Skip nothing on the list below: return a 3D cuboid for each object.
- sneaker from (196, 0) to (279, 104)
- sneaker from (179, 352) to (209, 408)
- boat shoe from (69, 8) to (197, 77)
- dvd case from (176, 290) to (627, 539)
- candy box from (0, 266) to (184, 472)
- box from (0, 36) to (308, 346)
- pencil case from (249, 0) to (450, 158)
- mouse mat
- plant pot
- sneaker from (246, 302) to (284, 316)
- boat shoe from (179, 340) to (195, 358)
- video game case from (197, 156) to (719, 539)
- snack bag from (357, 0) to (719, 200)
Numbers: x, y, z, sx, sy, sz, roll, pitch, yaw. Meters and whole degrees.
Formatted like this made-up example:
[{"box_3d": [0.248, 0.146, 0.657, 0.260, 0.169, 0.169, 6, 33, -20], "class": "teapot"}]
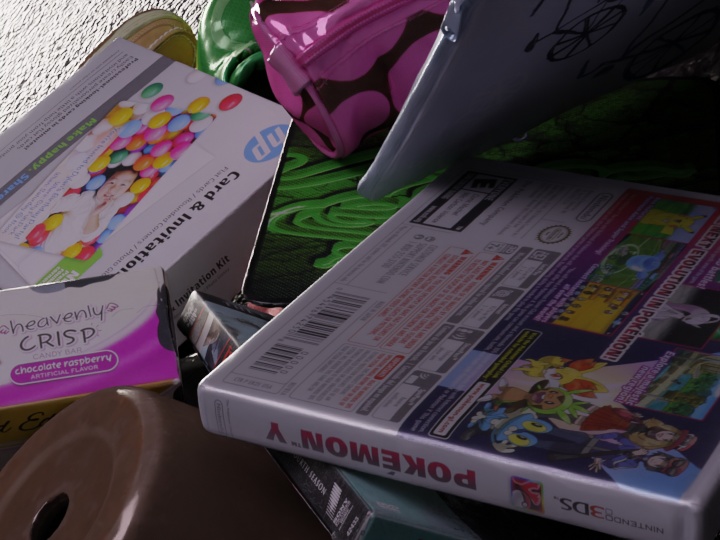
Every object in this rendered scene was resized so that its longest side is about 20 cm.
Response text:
[{"box_3d": [-0.044, -0.096, 1.003, 0.073, 0.084, 0.201, -7, 45, -13], "class": "sneaker"}, {"box_3d": [-0.116, 0.086, 0.877, 0.198, 0.079, 0.076, -20, 80, 15], "class": "sneaker"}, {"box_3d": [-0.150, -0.059, 1.089, 0.076, 0.071, 0.201, 33, 91, 46], "class": "boat shoe"}, {"box_3d": [0.023, 0.070, 0.691, 0.022, 0.145, 0.200, -66, 27, 9], "class": "dvd case"}, {"box_3d": [-0.138, 0.090, 0.783, 0.135, 0.201, 0.061, -9, 52, -7], "class": "candy box"}, {"box_3d": [-0.119, -0.034, 0.909, 0.156, 0.041, 0.199, -42, 40, -17], "class": "box"}, {"box_3d": [0.049, -0.123, 0.783, 0.199, 0.091, 0.094, -29, 9, 3], "class": "pencil case"}, {"box_3d": [0.056, -0.036, 0.780, 0.198, 0.008, 0.162, -4, 35, 11], "class": "mouse mat"}, {"box_3d": [-0.055, 0.134, 0.690, 0.199, 0.174, 0.201, -34, 32, 25], "class": "plant pot"}, {"box_3d": [0.000, 0.000, 0.856, 0.199, 0.087, 0.074, -5, 50, 51], "class": "sneaker"}, {"box_3d": [-0.104, 0.037, 0.983, 0.073, 0.074, 0.202, -6, 59, 33], "class": "boat shoe"}, {"box_3d": [0.071, 0.019, 0.649, 0.181, 0.023, 0.200, 11, 31, 29], "class": "video game case"}, {"box_3d": [0.094, -0.102, 0.717, 0.199, 0.022, 0.189, -26, -14, -21], "class": "snack bag"}]
